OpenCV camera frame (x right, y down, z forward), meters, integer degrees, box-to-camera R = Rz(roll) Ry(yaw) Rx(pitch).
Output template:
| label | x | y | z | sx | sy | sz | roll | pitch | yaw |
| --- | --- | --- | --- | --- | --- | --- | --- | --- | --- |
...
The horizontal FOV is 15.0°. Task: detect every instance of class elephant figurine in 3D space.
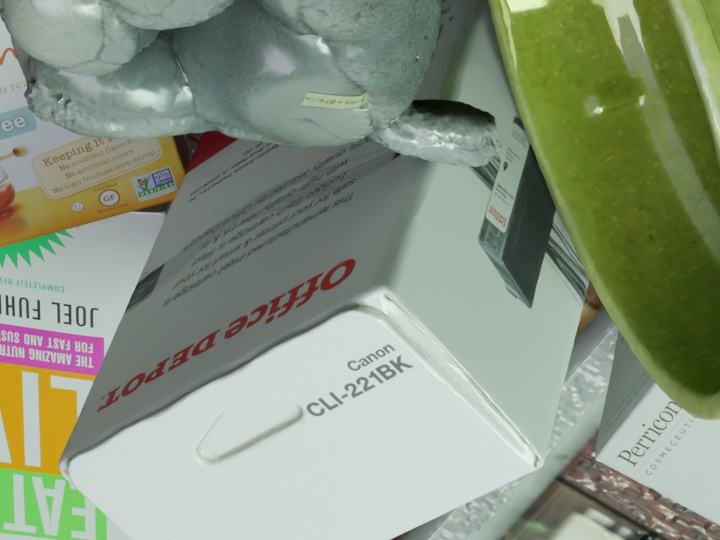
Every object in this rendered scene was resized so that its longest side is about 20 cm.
| label | x | y | z | sx | sy | sz | roll | pitch | yaw |
| --- | --- | --- | --- | --- | --- | --- | --- | --- | --- |
| elephant figurine | -0.042 | -0.145 | 0.815 | 0.141 | 0.201 | 0.155 | -7 | 150 | 4 |

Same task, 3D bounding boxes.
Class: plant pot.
| label | x | y | z | sx | sy | sz | roll | pitch | yaw |
| --- | --- | --- | --- | --- | --- | --- | --- | --- | --- |
| plant pot | 0.151 | -0.082 | 0.792 | 0.184 | 0.201 | 0.201 | -20 | 127 | -10 |

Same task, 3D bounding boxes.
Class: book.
| label | x | y | z | sx | sy | sz | roll | pitch | yaw |
| --- | --- | --- | --- | --- | --- | --- | --- | --- | --- |
| book | -0.138 | 0.040 | 1.087 | 0.133 | 0.048 | 0.201 | 8 | 127 | 8 |

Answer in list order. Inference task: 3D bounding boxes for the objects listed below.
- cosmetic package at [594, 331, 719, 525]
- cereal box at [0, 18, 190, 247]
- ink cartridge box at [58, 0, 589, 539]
| label | x | y | z | sx | sy | sz | roll | pitch | yaw |
| --- | --- | --- | --- | --- | --- | --- | --- | --- | --- |
| cosmetic package | 0.197 | 0.055 | 0.968 | 0.199 | 0.085 | 0.108 | 26 | 129 | -7 |
| cereal box | -0.153 | -0.094 | 0.940 | 0.143 | 0.040 | 0.200 | -16 | 127 | 3 |
| ink cartridge box | 0.000 | 0.000 | 0.905 | 0.144 | 0.200 | 0.084 | -29 | 115 | 33 |
